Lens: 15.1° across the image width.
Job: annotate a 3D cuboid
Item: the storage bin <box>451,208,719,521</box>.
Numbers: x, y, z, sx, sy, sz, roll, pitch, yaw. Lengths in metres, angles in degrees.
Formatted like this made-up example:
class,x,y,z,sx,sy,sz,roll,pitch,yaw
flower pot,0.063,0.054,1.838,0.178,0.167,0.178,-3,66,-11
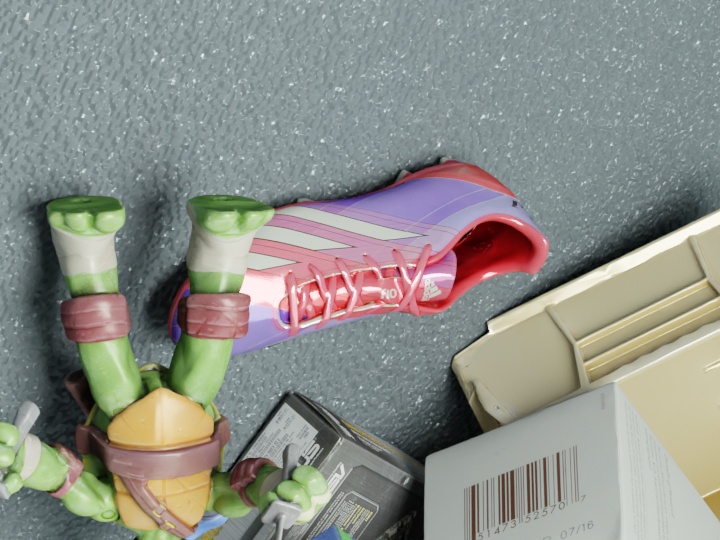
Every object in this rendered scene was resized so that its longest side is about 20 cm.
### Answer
class,x,y,z,sx,sy,sz,roll,pitch,yaw
storage bin,0.178,0.091,1.490,0.198,0.094,0.200,-26,128,2

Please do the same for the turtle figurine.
class,x,y,z,sx,sy,sz,roll,pitch,yaw
turtle figurine,-0.090,0.070,1.196,0.200,0.144,0.195,-20,113,-62

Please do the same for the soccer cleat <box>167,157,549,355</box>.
class,x,y,z,sx,sy,sz,roll,pitch,yaw
soccer cleat,0.000,0.000,1.320,0.200,0.076,0.067,-22,133,-33

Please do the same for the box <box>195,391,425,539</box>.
class,x,y,z,sx,sy,sz,roll,pitch,yaw
box,-0.040,0.177,1.439,0.200,0.048,0.158,-54,142,3

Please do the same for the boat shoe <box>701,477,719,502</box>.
class,x,y,z,sx,sy,sz,roll,pitch,yaw
boat shoe,0.205,0.139,1.634,0.072,0.072,0.200,2,118,-47

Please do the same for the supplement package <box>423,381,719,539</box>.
class,x,y,z,sx,sy,sz,roll,pitch,yaw
supplement package,0.130,0.177,1.402,0.117,0.117,0.200,-24,127,21

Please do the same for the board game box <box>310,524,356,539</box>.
class,x,y,z,sx,sy,sz,roll,pitch,yaw
board game box,-0.013,0.205,1.382,0.135,0.035,0.200,-34,144,15
